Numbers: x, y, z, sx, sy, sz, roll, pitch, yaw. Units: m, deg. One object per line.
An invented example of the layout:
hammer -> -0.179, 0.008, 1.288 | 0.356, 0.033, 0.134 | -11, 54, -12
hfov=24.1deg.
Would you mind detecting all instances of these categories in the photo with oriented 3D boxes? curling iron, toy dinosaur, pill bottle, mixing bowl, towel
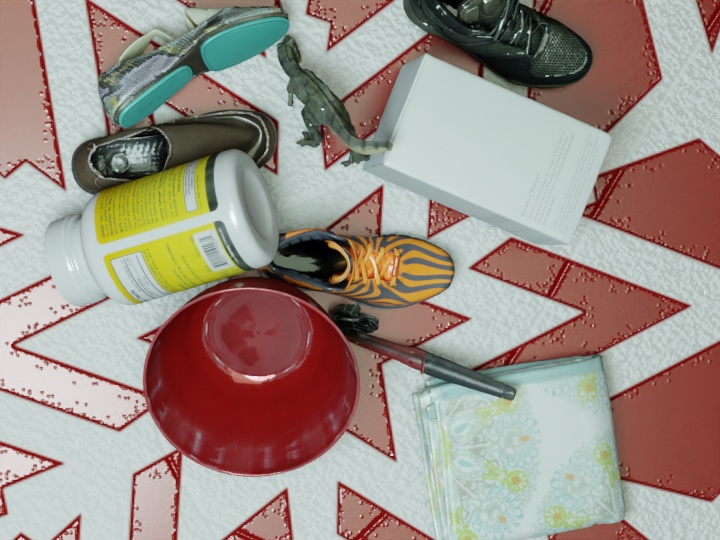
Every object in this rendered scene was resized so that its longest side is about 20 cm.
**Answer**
curling iron -> 0.058, 0.084, 1.642 | 0.200, 0.050, 0.026 | 26, 65, 8
toy dinosaur -> -0.030, -0.143, 1.611 | 0.047, 0.088, 0.200 | -30, 53, -17
pill bottle -> -0.186, -0.033, 1.565 | 0.199, 0.112, 0.113 | -16, 94, 15
mixing bowl -> -0.100, 0.081, 1.591 | 0.199, 0.108, 0.201 | 0, 117, 0
towel -> 0.158, 0.181, 1.685 | 0.199, 0.048, 0.172 | -9, 95, -9

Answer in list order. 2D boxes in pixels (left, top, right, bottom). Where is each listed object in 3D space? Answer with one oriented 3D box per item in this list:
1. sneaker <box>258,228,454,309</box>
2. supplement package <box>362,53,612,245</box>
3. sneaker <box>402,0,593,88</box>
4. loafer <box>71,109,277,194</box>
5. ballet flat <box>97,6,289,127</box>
sneaker -> 0.000, 0.000, 1.619 | 0.199, 0.112, 0.078 | 2, 91, -10
supplement package -> 0.120, -0.114, 1.635 | 0.199, 0.117, 0.118 | 22, 88, -10
sneaker -> 0.143, -0.235, 1.640 | 0.199, 0.114, 0.076 | 27, 89, -11
loafer -> -0.175, -0.108, 1.609 | 0.199, 0.071, 0.073 | -14, 93, -9
ballet flat -> -0.166, -0.214, 1.613 | 0.200, 0.072, 0.072 | -32, 96, -11
